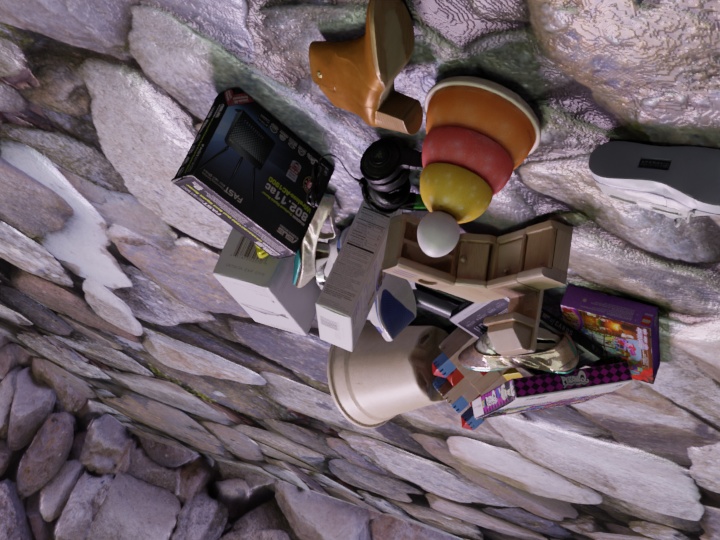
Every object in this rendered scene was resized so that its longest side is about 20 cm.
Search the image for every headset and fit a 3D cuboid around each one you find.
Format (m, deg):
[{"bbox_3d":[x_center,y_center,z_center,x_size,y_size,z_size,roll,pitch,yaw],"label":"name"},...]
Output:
[{"bbox_3d":[0.030,-0.113,1.463,0.197,0.095,0.124,10,156,6],"label":"headset"}]

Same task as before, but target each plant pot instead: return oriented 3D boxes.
[{"bbox_3d":[0.072,0.178,1.959,0.182,0.202,0.200,-12,139,44],"label":"plant pot"}]

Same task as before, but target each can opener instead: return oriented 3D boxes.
[{"bbox_3d":[0.174,0.069,1.777,0.198,0.053,0.067,23,159,5],"label":"can opener"}]

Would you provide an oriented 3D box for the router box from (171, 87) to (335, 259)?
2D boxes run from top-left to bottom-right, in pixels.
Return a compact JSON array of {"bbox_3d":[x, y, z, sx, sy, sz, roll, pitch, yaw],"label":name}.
[{"bbox_3d":[-0.146,-0.133,1.523,0.199,0.151,0.062,37,154,-29],"label":"router box"}]

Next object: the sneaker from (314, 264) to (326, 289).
[{"bbox_3d":[-0.012,0.046,1.899,0.090,0.067,0.201,15,154,27],"label":"sneaker"}]

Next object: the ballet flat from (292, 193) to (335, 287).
[{"bbox_3d":[-0.071,-0.043,1.705,0.061,0.068,0.201,4,138,-5],"label":"ballet flat"}]

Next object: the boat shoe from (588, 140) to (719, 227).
[{"bbox_3d":[0.355,-0.086,1.217,0.200,0.075,0.086,12,155,33],"label":"boat shoe"}]

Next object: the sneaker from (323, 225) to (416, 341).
[{"bbox_3d":[0.006,0.011,1.769,0.115,0.080,0.201,5,129,61],"label":"sneaker"}]

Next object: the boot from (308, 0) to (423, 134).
[{"bbox_3d":[-0.007,-0.246,1.246,0.143,0.071,0.202,26,150,33],"label":"boot"}]

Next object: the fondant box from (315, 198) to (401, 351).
[{"bbox_3d":[0.000,0.000,1.604,0.058,0.202,0.145,21,158,10],"label":"fondant box"}]

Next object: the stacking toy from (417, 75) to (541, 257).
[{"bbox_3d":[0.113,-0.107,1.249,0.145,0.202,0.147,20,157,9],"label":"stacking toy"}]

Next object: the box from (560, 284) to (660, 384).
[{"bbox_3d":[0.381,0.100,1.650,0.135,0.039,0.201,15,156,24],"label":"box"}]

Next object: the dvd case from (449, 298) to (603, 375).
[{"bbox_3d":[0.253,0.097,1.680,0.199,0.025,0.150,32,150,-11],"label":"dvd case"}]

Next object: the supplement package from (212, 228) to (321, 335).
[{"bbox_3d":[-0.151,0.011,1.887,0.116,0.118,0.200,13,159,24],"label":"supplement package"}]

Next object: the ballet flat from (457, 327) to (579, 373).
[{"bbox_3d":[0.233,0.112,1.644,0.198,0.068,0.068,-2,124,30],"label":"ballet flat"}]

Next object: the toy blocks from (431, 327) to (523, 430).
[{"bbox_3d":[0.187,0.180,1.860,0.200,0.136,0.100,48,-178,-30],"label":"toy blocks"}]

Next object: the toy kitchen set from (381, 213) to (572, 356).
[{"bbox_3d":[0.152,0.013,1.475,0.179,0.165,0.199,18,162,-26],"label":"toy kitchen set"}]

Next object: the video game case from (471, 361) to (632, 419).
[{"bbox_3d":[0.296,0.190,1.706,0.197,0.036,0.181,-7,164,-16],"label":"video game case"}]

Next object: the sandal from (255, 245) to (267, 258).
[{"bbox_3d":[-0.138,-0.100,1.713,0.086,0.080,0.201,-9,148,1],"label":"sandal"}]
